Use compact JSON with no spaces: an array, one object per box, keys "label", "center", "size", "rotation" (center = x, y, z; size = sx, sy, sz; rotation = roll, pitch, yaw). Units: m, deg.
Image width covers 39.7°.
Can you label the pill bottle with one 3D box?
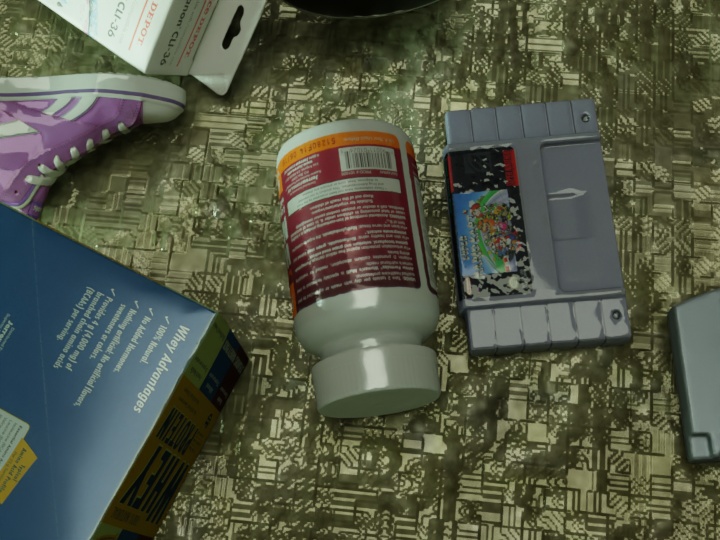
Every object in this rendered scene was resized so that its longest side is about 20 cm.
[{"label":"pill bottle","center":[0.000,0.000,0.740],"size":[0.108,0.110,0.202],"rotation":[-8,71,0]}]

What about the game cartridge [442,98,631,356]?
[{"label":"game cartridge","center":[0.134,-0.037,0.786],"size":[0.128,0.038,0.203],"rotation":[-4,72,-3]}]

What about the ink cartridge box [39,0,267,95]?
[{"label":"ink cartridge box","center":[-0.179,-0.240,0.819],"size":[0.199,0.067,0.117],"rotation":[34,111,16]}]

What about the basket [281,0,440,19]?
[{"label":"basket","center":[0.010,-0.318,0.759],"size":[0.178,0.136,0.202],"rotation":[-10,67,13]}]

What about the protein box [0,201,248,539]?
[{"label":"protein box","center":[-0.219,0.090,0.708],"size":[0.198,0.135,0.200],"rotation":[25,74,11]}]

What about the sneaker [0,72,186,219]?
[{"label":"sneaker","center":[-0.240,-0.100,0.817],"size":[0.198,0.073,0.116],"rotation":[-4,91,-4]}]

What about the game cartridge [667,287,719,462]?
[{"label":"game cartridge","center":[0.333,0.070,0.740],"size":[0.197,0.042,0.135],"rotation":[-3,68,2]}]
